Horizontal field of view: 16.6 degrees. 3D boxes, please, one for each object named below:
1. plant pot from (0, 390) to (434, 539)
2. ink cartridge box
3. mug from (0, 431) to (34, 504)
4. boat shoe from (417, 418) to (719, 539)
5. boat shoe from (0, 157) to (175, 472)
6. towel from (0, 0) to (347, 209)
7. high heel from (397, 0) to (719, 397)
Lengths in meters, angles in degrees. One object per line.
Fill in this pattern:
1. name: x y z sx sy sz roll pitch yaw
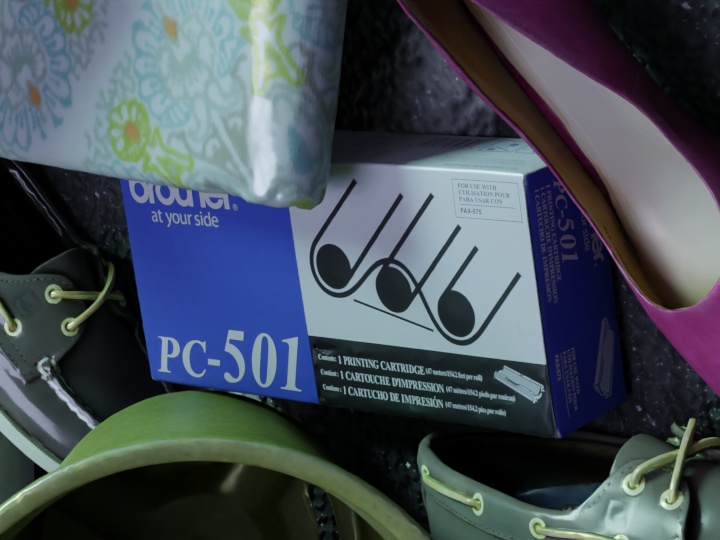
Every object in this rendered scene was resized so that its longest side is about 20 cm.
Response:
1. plant pot: -0.057 0.130 0.876 0.199 0.184 0.202 -1 103 -3
2. ink cartridge box: 0.000 0.000 0.888 0.199 0.044 0.095 6 111 42
3. mug: -0.216 0.085 1.054 0.186 0.149 0.154 33 127 28
4. boat shoe: 0.094 0.083 0.816 0.201 0.072 0.061 -3 111 48
5. boat shoe: -0.134 0.009 0.998 0.201 0.072 0.061 47 126 10
6. towel: -0.077 -0.119 0.883 0.199 0.048 0.173 11 102 44
7. high heel: 0.074 -0.031 0.766 0.067 0.096 0.201 -20 94 46
